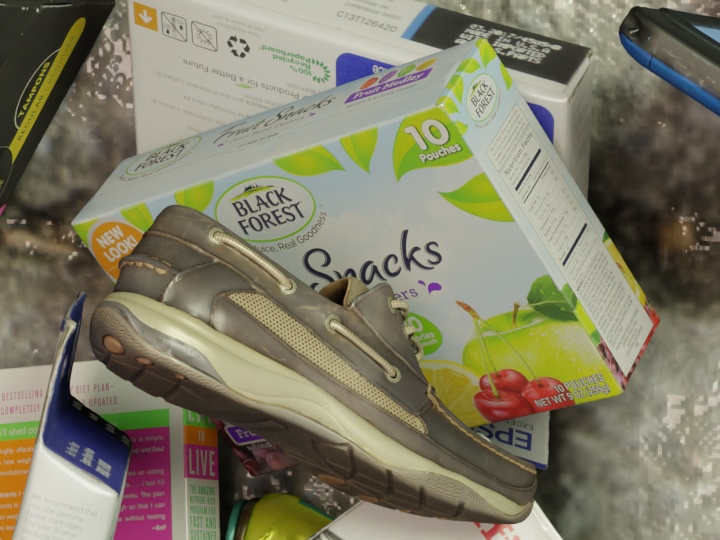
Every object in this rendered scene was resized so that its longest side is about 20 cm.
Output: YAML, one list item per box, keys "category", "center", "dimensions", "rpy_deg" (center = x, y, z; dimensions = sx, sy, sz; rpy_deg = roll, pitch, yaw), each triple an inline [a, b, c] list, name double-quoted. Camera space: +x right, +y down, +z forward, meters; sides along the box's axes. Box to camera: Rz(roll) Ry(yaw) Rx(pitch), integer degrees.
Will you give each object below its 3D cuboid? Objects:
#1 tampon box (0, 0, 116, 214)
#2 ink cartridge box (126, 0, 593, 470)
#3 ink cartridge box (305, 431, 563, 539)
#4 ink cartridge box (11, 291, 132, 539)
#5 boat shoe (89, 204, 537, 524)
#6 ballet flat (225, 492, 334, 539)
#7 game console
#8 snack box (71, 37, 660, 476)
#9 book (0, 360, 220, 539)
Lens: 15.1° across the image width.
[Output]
- category: "tampon box"
  center: [-0.240, -0.109, 1.195]
  dimensions: [0.200, 0.126, 0.150]
  rpy_deg: [35, 105, 14]
- category: "ink cartridge box"
  center: [-0.001, -0.028, 1.136]
  dimensions: [0.197, 0.047, 0.201]
  rpy_deg: [17, 135, 18]
- category: "ink cartridge box"
  center: [0.002, 0.181, 1.096]
  dimensions: [0.200, 0.084, 0.145]
  rpy_deg: [-34, 83, -19]
- category: "ink cartridge box"
  center: [-0.118, 0.113, 1.054]
  dimensions: [0.040, 0.200, 0.201]
  rpy_deg: [15, 92, -4]
- category: "boat shoe"
  center: [-0.006, 0.037, 1.026]
  dimensions: [0.074, 0.199, 0.074]
  rpy_deg: [-1, 64, 56]
- category: "ballet flat"
  center: [-0.043, 0.197, 1.181]
  dimensions: [0.067, 0.067, 0.201]
  rpy_deg: [14, 98, 5]
- category: "game console"
  center: [0.211, -0.085, 0.994]
  dimensions: [0.170, 0.200, 0.119]
  rpy_deg: [35, 103, 15]
- category: "snack box"
  center: [0.000, 0.000, 1.090]
  dimensions: [0.199, 0.053, 0.143]
  rpy_deg: [-16, 116, 39]
- category: "book"
  center: [-0.121, 0.141, 1.175]
  dimensions: [0.133, 0.048, 0.201]
  rpy_deg: [-6, 80, 32]
